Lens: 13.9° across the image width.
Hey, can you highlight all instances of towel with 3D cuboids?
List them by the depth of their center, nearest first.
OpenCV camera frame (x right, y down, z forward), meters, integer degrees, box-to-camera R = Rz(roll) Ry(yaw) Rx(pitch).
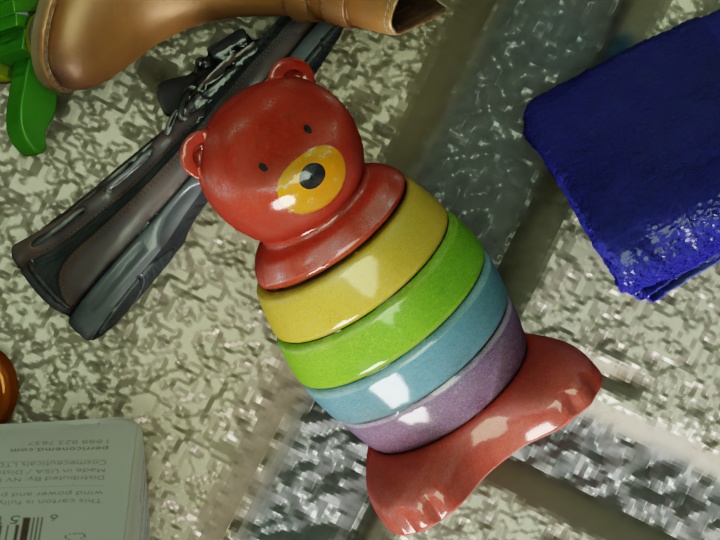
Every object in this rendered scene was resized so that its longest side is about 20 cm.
[{"bbox_3d":[0.185,-0.070,1.377,0.199,0.148,0.050,-26,128,0],"label":"towel"}]

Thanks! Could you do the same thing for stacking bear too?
[{"bbox_3d":[0.000,0.000,1.350,0.121,0.114,0.200,-37,109,-4],"label":"stacking bear"}]

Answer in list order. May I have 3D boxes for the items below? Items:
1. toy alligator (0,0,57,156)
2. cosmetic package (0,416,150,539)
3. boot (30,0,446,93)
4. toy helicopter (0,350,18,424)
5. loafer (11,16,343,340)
[{"bbox_3d":[-0.156,-0.156,1.410,0.054,0.059,0.201,-8,89,-41],"label":"toy alligator"},{"bbox_3d":[-0.174,0.193,1.320,0.164,0.165,0.201,-1,118,0],"label":"cosmetic package"},{"bbox_3d":[-0.040,-0.132,1.354,0.155,0.077,0.200,31,62,32],"label":"boot"},{"bbox_3d":[-0.269,0.078,1.411,0.199,0.079,0.133,19,99,11],"label":"toy helicopter"},{"bbox_3d":[-0.088,-0.061,1.401,0.063,0.072,0.200,39,93,4],"label":"loafer"}]
